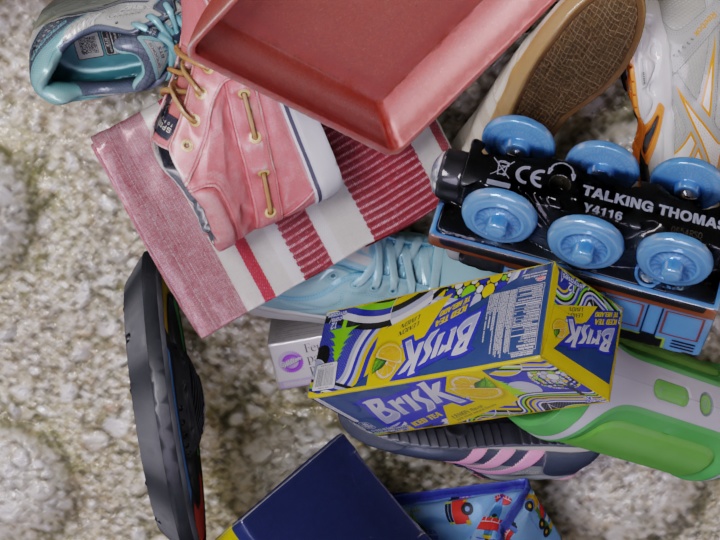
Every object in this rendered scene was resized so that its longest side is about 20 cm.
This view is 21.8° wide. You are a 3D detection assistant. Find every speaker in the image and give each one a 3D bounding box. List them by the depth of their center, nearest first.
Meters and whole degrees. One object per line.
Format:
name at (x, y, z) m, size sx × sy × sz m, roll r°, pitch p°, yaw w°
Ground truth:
speaker at (0.180, 0.085, 1.238) m, size 0.199 × 0.089 × 0.088 m, roll 19°, pitch 123°, yaw -42°

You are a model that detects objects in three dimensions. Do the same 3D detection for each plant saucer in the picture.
plant saucer at (0.023, -0.168, 1.049) m, size 0.200 × 0.037 × 0.200 m, roll -44°, pitch 144°, yaw 19°

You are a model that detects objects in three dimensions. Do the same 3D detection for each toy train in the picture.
toy train at (0.137, -0.021, 1.139) m, size 0.199 × 0.087 × 0.114 m, roll 14°, pitch 145°, yaw 5°

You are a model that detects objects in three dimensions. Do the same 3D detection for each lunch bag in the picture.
lunch bag at (0.054, 0.236, 1.353) m, size 0.199 × 0.094 × 0.151 m, roll -6°, pitch 130°, yaw 36°

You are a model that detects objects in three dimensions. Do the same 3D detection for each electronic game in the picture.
electronic game at (-0.123, 0.086, 1.227) m, size 0.041 × 0.200 × 0.201 m, roll -8°, pitch 119°, yaw -3°

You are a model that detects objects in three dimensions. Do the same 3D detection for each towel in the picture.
towel at (-0.050, -0.067, 1.177) m, size 0.199 × 0.023 × 0.145 m, roll -29°, pitch 96°, yaw -4°

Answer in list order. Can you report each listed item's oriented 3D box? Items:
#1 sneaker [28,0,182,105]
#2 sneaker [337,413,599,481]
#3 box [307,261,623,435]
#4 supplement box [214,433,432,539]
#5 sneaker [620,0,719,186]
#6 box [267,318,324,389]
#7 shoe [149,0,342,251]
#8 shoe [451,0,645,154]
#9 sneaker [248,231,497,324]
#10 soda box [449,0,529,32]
sneaker at (-0.114, -0.145, 1.161) m, size 0.199 × 0.086 × 0.078 m, roll -18°, pitch 117°, yaw 12°
sneaker at (0.073, 0.118, 1.296) m, size 0.199 × 0.070 × 0.082 m, roll 8°, pitch 141°, yaw -15°
box at (0.062, 0.052, 1.159) m, size 0.070 × 0.065 × 0.199 m, roll 31°, pitch 151°, yaw -36°
supplement box at (-0.053, 0.216, 1.289) m, size 0.109 × 0.109 × 0.200 m, roll 50°, pitch 142°, yaw 4°
sneaker at (0.220, -0.086, 1.191) m, size 0.091 × 0.076 × 0.201 m, roll -11°, pitch 120°, yaw 3°
box at (0.037, 0.040, 1.286) m, size 0.199 × 0.042 × 0.039 m, roll -11°, pitch 119°, yaw 7°
shoe at (-0.088, -0.110, 1.102) m, size 0.091 × 0.071 × 0.201 m, roll -30°, pitch 116°, yaw -12°
shoe at (0.109, -0.117, 1.162) m, size 0.070 × 0.054 × 0.200 m, roll 3°, pitch 139°, yaw -29°
sneaker at (0.000, 0.000, 1.230) m, size 0.199 × 0.074 × 0.082 m, roll 0°, pitch 161°, yaw 2°
soda box at (0.076, -0.246, 1.110) m, size 0.070 × 0.063 × 0.201 m, roll 4°, pitch 120°, yaw -1°
